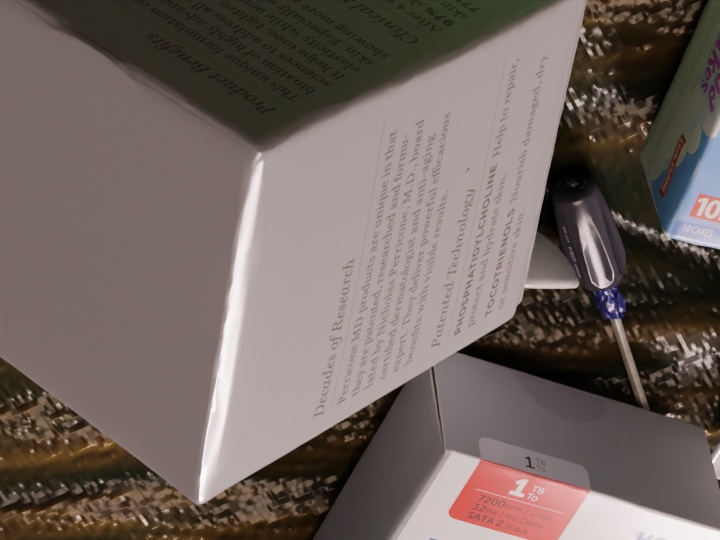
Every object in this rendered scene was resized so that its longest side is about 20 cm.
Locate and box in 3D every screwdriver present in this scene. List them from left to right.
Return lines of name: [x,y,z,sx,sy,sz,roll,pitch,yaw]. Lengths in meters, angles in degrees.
screwdriver: [0.129,0.032,1.250,0.029,0.028,0.201,-1,133,31]

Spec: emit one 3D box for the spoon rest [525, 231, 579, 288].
spoon rest: [0.000,0.000,1.179,0.198,0.099,0.061,6,90,-3]

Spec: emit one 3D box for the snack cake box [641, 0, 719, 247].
snack cake box: [0.240,-0.059,1.160,0.199,0.067,0.115,12,124,-15]

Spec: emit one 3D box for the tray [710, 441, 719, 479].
tray: [0.280,0.085,1.305,0.199,0.022,0.108,18,123,-18]

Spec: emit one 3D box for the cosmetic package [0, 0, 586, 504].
cosmetic package: [-0.044,-0.050,1.032,0.200,0.167,0.167,-28,141,-42]

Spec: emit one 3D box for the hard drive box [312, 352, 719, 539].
hard drive box: [0.063,0.149,1.287,0.155,0.077,0.201,16,126,-18]
